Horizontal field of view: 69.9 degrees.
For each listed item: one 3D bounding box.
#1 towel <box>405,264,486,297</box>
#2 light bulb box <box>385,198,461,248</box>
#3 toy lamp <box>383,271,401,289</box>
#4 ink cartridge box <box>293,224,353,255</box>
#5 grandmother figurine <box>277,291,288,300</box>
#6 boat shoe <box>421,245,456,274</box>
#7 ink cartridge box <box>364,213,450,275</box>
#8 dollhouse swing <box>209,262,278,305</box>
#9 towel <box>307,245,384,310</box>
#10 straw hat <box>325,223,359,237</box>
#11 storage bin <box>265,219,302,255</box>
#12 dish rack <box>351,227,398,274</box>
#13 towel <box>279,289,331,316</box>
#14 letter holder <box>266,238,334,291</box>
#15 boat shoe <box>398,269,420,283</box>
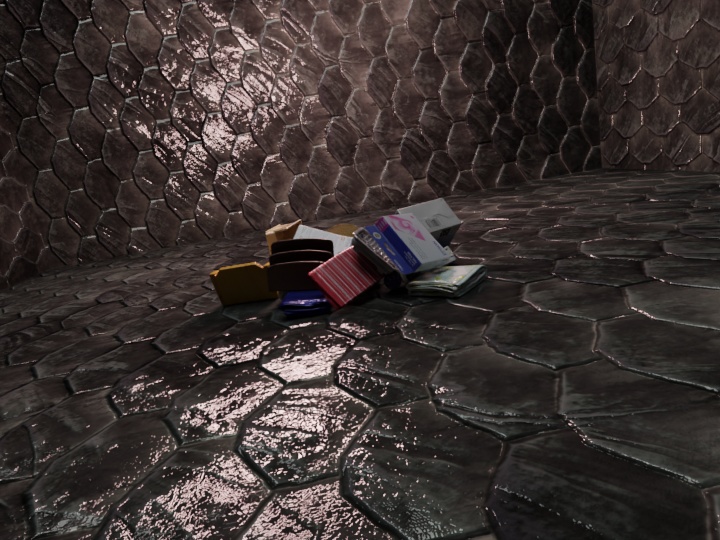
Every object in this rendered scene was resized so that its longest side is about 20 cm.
[{"bbox_3d":[0.249,0.026,1.487,0.170,0.049,0.199,2,17,38],"label":"towel"},{"bbox_3d":[0.202,-0.117,1.743,0.197,0.201,0.125,-17,60,-27],"label":"light bulb box"},{"bbox_3d":[0.092,0.018,1.618,0.058,0.059,0.200,-11,13,-4],"label":"toy lamp"},{"bbox_3d":[-0.142,-0.047,1.717,0.198,0.041,0.201,14,56,7],"label":"ink cartridge box"},{"bbox_3d":[-0.202,0.050,1.705,0.120,0.061,0.200,6,22,27],"label":"grandmother figurine"},{"bbox_3d":[0.210,-0.028,1.633,0.199,0.070,0.071,-22,-10,-19],"label":"boat shoe"},{"bbox_3d":[0.140,-0.084,1.508,0.199,0.197,0.043,-12,-34,-46],"label":"ink cartridge box"},{"bbox_3d":[-0.374,0.016,1.760,0.198,0.183,0.176,-8,33,8],"label":"dollhouse swing"},{"bbox_3d":[-0.041,0.018,1.492,0.199,0.145,0.023,-34,-19,-37],"label":"towel"},{"bbox_3d":[-0.059,-0.069,1.921,0.199,0.202,0.085,-13,43,-15],"label":"straw hat"},{"bbox_3d":[-0.272,-0.072,1.950,0.093,0.202,0.199,-8,13,11],"label":"storage bin"},{"bbox_3d":[0.043,-0.055,1.567,0.044,0.171,0.200,-50,0,14],"label":"dish rack"},{"bbox_3d":[-0.153,0.090,1.531,0.146,0.050,0.200,-2,13,2],"label":"towel"},{"bbox_3d":[-0.182,-0.020,1.580,0.198,0.144,0.101,-3,14,3],"label":"letter holder"},{"bbox_3d":[0.145,-0.034,1.565,0.060,0.076,0.201,-25,34,12],"label":"boat shoe"}]
